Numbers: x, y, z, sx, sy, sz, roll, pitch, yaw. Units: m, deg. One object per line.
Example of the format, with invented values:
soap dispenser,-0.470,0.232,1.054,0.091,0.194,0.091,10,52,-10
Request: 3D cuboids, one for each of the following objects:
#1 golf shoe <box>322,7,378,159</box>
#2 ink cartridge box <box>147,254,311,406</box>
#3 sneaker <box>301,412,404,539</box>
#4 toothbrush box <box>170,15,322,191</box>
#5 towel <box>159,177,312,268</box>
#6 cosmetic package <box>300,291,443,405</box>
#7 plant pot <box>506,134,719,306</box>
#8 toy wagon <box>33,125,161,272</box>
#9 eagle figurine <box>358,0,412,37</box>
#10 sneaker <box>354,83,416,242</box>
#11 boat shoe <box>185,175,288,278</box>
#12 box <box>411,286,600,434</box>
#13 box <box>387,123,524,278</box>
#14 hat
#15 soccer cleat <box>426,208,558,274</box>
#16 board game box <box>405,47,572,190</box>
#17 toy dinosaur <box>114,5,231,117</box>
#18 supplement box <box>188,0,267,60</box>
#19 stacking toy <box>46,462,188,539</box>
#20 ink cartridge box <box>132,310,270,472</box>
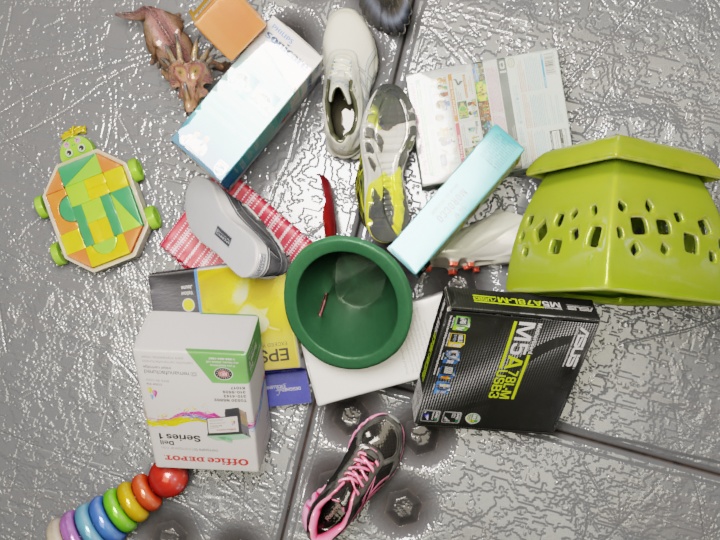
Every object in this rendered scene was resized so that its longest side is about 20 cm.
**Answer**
golf shoe,-0.016,-0.249,1.231,0.077,0.097,0.203,-3,89,6
ink cartridge box,-0.175,0.091,1.256,0.195,0.047,0.203,-7,93,11
sneaker,-0.008,0.279,1.237,0.079,0.095,0.201,33,92,5
toothbrush box,-0.141,-0.208,1.206,0.085,0.146,0.201,38,87,-3
towel,-0.159,-0.025,1.281,0.200,0.022,0.145,40,93,3
cosmetic package,0.028,0.102,1.244,0.198,0.074,0.103,-14,89,6
plant pot,0.311,-0.055,1.134,0.198,0.199,0.184,8,84,-26
toy wagon,-0.368,-0.102,1.287,0.154,0.040,0.202,-20,89,4
eagle figurine,0.041,-0.428,1.226,0.151,0.152,0.201,-11,127,43
sneaker,0.021,-0.140,1.227,0.074,0.085,0.203,2,96,-21
boat shoe,-0.160,-0.056,1.223,0.200,0.067,0.072,41,114,39
box,0.175,0.117,1.174,0.191,0.048,0.202,7,126,-8
box,0.117,-0.083,1.163,0.049,0.082,0.200,41,91,7
hat,0.000,0.000,1.223,0.164,0.176,0.202,5,112,11
soccer cleat,0.161,-0.040,1.239,0.197,0.069,0.079,-4,77,2
board game box,0.166,-0.195,1.234,0.197,0.064,0.149,-9,89,3
toy dinosaur,-0.244,-0.291,1.228,0.086,0.136,0.200,-42,87,4
supplement box,-0.170,-0.319,1.188,0.069,0.200,0.066,-45,111,7
stacking toy,-0.318,0.323,1.272,0.199,0.085,0.086,-33,88,-1
ink cartridge box,-0.198,0.157,1.208,0.143,0.084,0.202,2,124,5
